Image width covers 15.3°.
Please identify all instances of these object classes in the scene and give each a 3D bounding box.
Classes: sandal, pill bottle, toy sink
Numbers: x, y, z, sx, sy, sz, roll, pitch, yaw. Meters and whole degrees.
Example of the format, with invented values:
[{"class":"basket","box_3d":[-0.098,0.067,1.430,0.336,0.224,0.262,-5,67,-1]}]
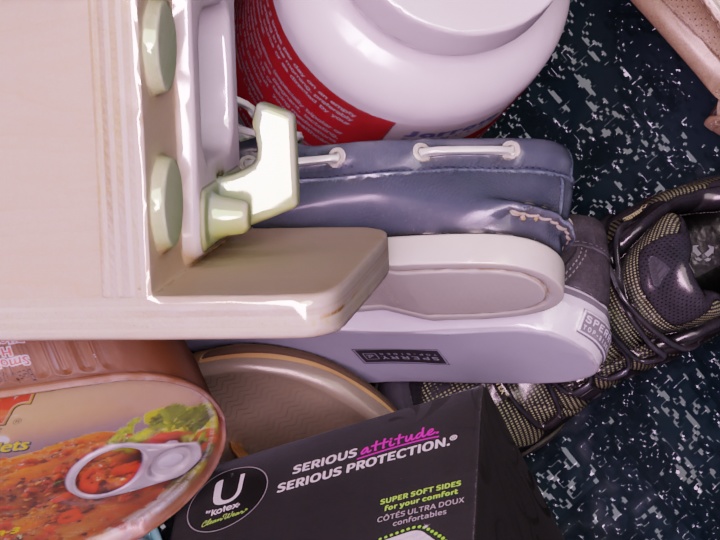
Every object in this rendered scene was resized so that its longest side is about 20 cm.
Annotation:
[{"class":"sandal","box_3d":[0.002,0.103,1.008,0.200,0.080,0.054,43,26,-4]},{"class":"pill bottle","box_3d":[0.013,-0.097,0.999,0.112,0.200,0.113,3,76,-12]},{"class":"toy sink","box_3d":[-0.097,-0.045,0.852,0.199,0.130,0.113,0,101,10]}]

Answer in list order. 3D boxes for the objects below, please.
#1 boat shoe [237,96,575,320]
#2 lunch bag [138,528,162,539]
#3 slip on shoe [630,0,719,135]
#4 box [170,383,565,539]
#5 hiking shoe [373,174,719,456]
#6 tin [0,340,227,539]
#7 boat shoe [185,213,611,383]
[{"class":"boat shoe","box_3d":[-0.022,-0.023,0.953,0.199,0.075,0.062,0,66,18]},{"class":"lunch bag","box_3d":[-0.132,0.168,0.927,0.160,0.077,0.201,3,57,-33]},{"class":"slip on shoe","box_3d":[0.171,-0.074,1.109,0.060,0.076,0.200,-35,96,21]},{"class":"box","box_3d":[0.010,0.167,0.900,0.124,0.149,0.201,-17,34,18]},{"class":"hiking shoe","box_3d":[0.091,0.011,1.044,0.199,0.101,0.076,-32,85,-18]},{"class":"tin","box_3d":[-0.140,0.061,0.869,0.199,0.112,0.042,-7,57,-29]},{"class":"boat shoe","box_3d":[0.000,0.000,1.013,0.199,0.070,0.067,0,64,23]}]
